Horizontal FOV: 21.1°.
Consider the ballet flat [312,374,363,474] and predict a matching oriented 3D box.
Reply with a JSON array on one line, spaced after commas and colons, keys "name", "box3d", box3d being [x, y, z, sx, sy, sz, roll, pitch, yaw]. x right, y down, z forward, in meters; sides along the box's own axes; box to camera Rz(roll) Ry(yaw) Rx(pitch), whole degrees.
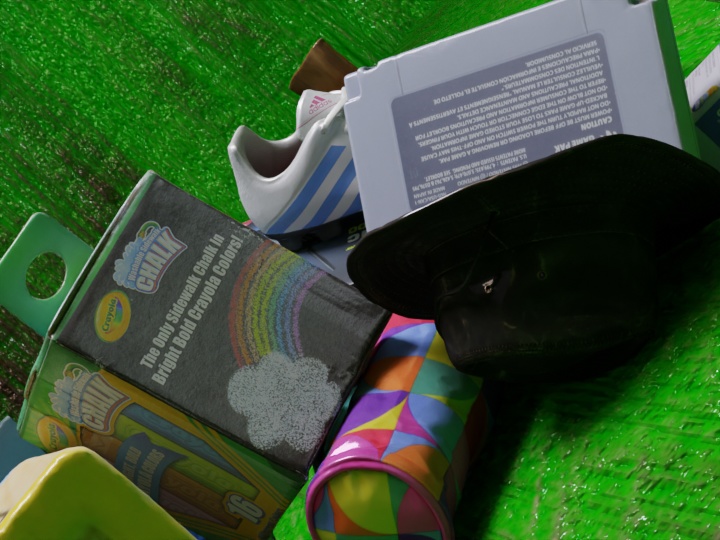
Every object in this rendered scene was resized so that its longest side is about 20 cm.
[{"name": "ballet flat", "box3d": [0.016, 0.086, 1.180, 0.074, 0.074, 0.200, -43, 10, 36]}]

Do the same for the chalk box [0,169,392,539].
[{"name": "chalk box", "box3d": [-0.107, 0.044, 1.056, 0.125, 0.199, 0.124, -61, 1, -34]}]

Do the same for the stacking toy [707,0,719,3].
[{"name": "stacking toy", "box3d": [0.271, -0.260, 1.313, 0.146, 0.146, 0.200, -45, -9, 24]}]

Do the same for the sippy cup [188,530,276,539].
[{"name": "sippy cup", "box3d": [-0.118, 0.200, 1.188, 0.176, 0.141, 0.130, -11, -12, -12]}]

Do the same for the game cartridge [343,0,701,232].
[{"name": "game cartridge", "box3d": [0.087, -0.070, 1.062, 0.199, 0.134, 0.041, -15, -5, 30]}]

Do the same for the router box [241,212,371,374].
[{"name": "router box", "box3d": [0.000, 0.000, 1.202, 0.199, 0.062, 0.150, -22, 26, 13]}]

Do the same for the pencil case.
[{"name": "pencil case", "box3d": [0.034, 0.084, 1.050, 0.088, 0.088, 0.200, -43, 8, 33]}]

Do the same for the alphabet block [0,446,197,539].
[{"name": "alphabet block", "box3d": [-0.148, 0.222, 0.993, 0.197, 0.195, 0.200, -53, 8, -16]}]

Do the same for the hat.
[{"name": "hat", "box3d": [0.096, 0.012, 0.974, 0.200, 0.199, 0.082, -40, 53, 48]}]

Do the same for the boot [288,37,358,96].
[{"name": "boot", "box3d": [0.047, -0.104, 1.405, 0.069, 0.200, 0.188, -49, 8, -9]}]

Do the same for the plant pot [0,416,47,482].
[{"name": "plant pot", "box3d": [-0.221, 0.234, 1.280, 0.141, 0.200, 0.142, -43, 10, 39]}]

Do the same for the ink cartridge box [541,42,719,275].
[{"name": "ink cartridge box", "box3d": [0.170, -0.058, 1.104, 0.200, 0.042, 0.119, -49, 6, 19]}]

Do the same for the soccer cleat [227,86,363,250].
[{"name": "soccer cleat", "box3d": [0.012, -0.077, 1.158, 0.198, 0.087, 0.070, -19, 26, 19]}]
